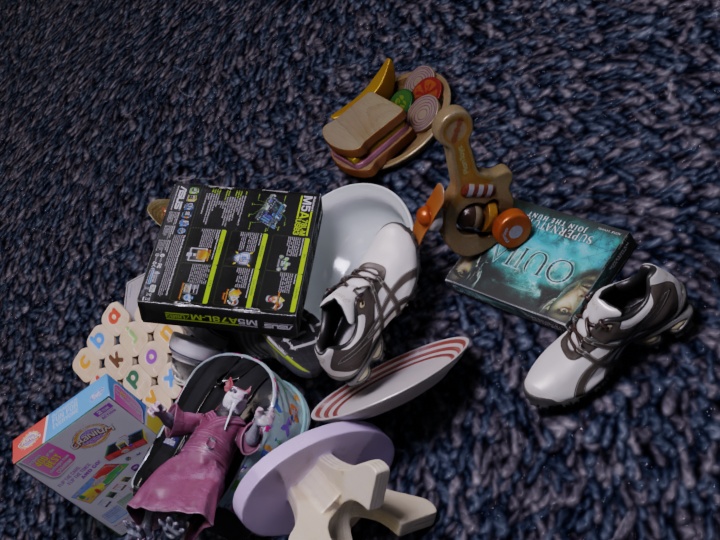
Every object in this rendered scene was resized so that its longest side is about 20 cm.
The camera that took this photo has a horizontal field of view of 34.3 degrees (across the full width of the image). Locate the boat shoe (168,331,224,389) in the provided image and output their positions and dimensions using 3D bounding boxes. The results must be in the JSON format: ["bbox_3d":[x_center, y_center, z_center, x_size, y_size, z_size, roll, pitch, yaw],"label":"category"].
[{"bbox_3d":[-0.212,0.125,1.494,0.200,0.071,0.066,100,-166,-81],"label":"boat shoe"}]

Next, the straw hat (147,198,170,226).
[{"bbox_3d":[-0.205,-0.019,1.562,0.201,0.199,0.086,44,117,51],"label":"straw hat"}]

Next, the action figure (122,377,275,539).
[{"bbox_3d":[-0.159,0.206,1.247,0.133,0.150,0.201,15,49,19],"label":"action figure"}]

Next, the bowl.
[{"bbox_3d":[0.000,0.000,1.467,0.199,0.090,0.203,-15,59,27],"label":"bowl"}]

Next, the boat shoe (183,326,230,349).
[{"bbox_3d":[-0.196,0.055,1.546,0.070,0.200,0.066,41,87,9],"label":"boat shoe"}]

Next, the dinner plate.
[{"bbox_3d":[0.037,0.129,1.319,0.198,0.024,0.200,-26,7,3],"label":"dinner plate"}]

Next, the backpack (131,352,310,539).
[{"bbox_3d":[-0.152,0.205,1.375,0.176,0.150,0.202,10,71,43],"label":"backpack"}]

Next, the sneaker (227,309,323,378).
[{"bbox_3d":[-0.104,0.081,1.420,0.073,0.082,0.200,-17,35,-30],"label":"sneaker"}]

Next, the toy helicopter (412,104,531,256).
[{"bbox_3d":[0.112,-0.099,1.341,0.131,0.201,0.079,-23,38,-6],"label":"toy helicopter"}]

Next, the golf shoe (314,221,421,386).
[{"bbox_3d":[0.007,0.028,1.332,0.077,0.094,0.202,11,73,32],"label":"golf shoe"}]

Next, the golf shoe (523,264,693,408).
[{"bbox_3d":[0.241,0.061,1.205,0.199,0.094,0.078,-37,40,11],"label":"golf shoe"}]

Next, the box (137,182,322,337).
[{"bbox_3d":[-0.152,-0.017,1.407,0.191,0.048,0.202,6,49,3],"label":"box"}]

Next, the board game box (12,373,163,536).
[{"bbox_3d":[-0.305,0.233,1.445,0.152,0.200,0.040,-34,39,9],"label":"board game box"}]

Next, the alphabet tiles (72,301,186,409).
[{"bbox_3d":[-0.322,0.143,1.632,0.195,0.015,0.201,38,98,33],"label":"alphabet tiles"}]

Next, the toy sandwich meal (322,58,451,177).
[{"bbox_3d":[0.035,-0.223,1.670,0.204,0.070,0.207,-23,43,23],"label":"toy sandwich meal"}]

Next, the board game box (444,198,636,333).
[{"bbox_3d":[0.206,-0.009,1.362,0.199,0.028,0.136,21,69,48],"label":"board game box"}]

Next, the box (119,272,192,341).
[{"bbox_3d":[-0.251,0.034,1.690,0.199,0.060,0.117,-27,42,19],"label":"box"}]

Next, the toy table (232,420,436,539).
[{"bbox_3d":[-0.021,0.246,1.224,0.198,0.186,0.117,-22,42,-28],"label":"toy table"}]
